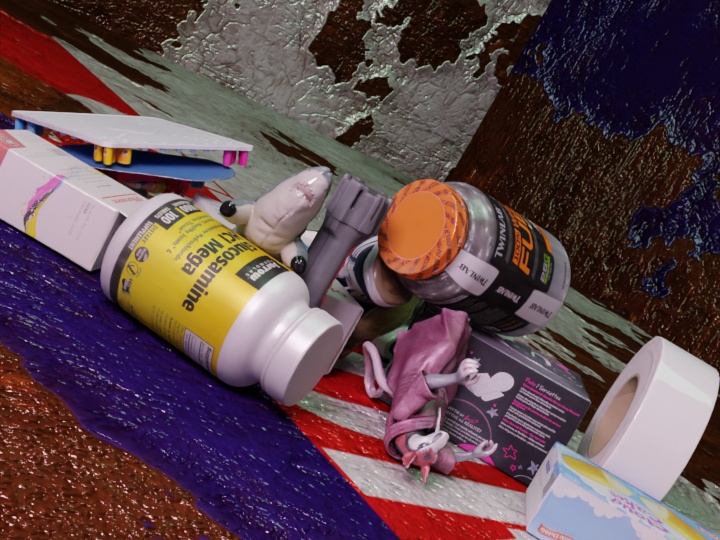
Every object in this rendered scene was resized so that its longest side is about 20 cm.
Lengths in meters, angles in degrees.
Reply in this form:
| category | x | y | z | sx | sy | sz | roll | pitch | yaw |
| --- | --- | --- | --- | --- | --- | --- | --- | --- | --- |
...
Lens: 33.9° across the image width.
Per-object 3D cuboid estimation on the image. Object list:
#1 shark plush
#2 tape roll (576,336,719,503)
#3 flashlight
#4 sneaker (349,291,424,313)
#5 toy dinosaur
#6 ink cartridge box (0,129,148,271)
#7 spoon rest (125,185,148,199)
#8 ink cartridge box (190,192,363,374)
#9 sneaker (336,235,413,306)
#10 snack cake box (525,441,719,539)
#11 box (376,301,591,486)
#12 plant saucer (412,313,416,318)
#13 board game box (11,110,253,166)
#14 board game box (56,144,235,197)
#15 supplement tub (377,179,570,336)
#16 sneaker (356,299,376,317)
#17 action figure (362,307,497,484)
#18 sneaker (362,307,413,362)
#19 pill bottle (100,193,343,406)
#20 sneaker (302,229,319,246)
| category | x | y | z | sx | sy | sz | roll | pitch | yaw |
| --- | --- | --- | --- | --- | --- | --- | --- | --- | --- |
| shark plush | -0.067 | -0.044 | 1.087 | 0.091 | 0.083 | 0.200 | 36 | -11 | 4 |
| tape roll | 0.299 | 0.174 | 1.266 | 0.071 | 0.203 | 0.202 | 30 | 10 | 2 |
| flashlight | -0.037 | 0.009 | 1.100 | 0.068 | 0.201 | 0.068 | 27 | 9 | -24 |
| sneaker | 0.084 | -0.008 | 1.397 | 0.199 | 0.116 | 0.074 | 3 | -9 | 30 |
| toy dinosaur | 0.031 | 0.048 | 1.302 | 0.058 | 0.200 | 0.101 | 60 | -18 | -15 |
| ink cartridge box | -0.276 | -0.060 | 1.142 | 0.199 | 0.068 | 0.116 | 29 | 10 | 5 |
| spoon rest | -0.281 | -0.103 | 1.367 | 0.099 | 0.061 | 0.200 | 30 | 9 | -2 |
| ink cartridge box | -0.105 | 0.011 | 1.235 | 0.145 | 0.084 | 0.200 | 25 | 11 | -31 |
| sneaker | 0.000 | 0.000 | 1.253 | 0.200 | 0.108 | 0.070 | -54 | 129 | -69 |
| snack cake box | 0.258 | 0.254 | 1.128 | 0.199 | 0.067 | 0.115 | 30 | 9 | 3 |
| box | 0.133 | 0.123 | 1.279 | 0.199 | 0.115 | 0.132 | 31 | 10 | 1 |
| plant saucer | 0.090 | 0.032 | 1.473 | 0.200 | 0.201 | 0.050 | 32 | 38 | 14 |
| board game box | -0.257 | -0.148 | 1.331 | 0.199 | 0.026 | 0.200 | -4 | 17 | -45 |
| board game box | -0.238 | -0.101 | 1.293 | 0.199 | 0.039 | 0.158 | 7 | 13 | -6 |
| supplement tub | 0.114 | -0.013 | 1.191 | 0.200 | 0.123 | 0.122 | 24 | 11 | -47 |
| sneaker | -0.055 | 0.006 | 1.454 | 0.199 | 0.070 | 0.078 | 23 | 7 | -34 |
| action figure | 0.051 | 0.117 | 1.104 | 0.148 | 0.134 | 0.200 | 0 | 31 | 14 |
| sneaker | 0.098 | 0.106 | 1.405 | 0.199 | 0.074 | 0.089 | 14 | 17 | -20 |
| pill bottle | -0.118 | 0.028 | 1.026 | 0.200 | 0.113 | 0.112 | 33 | 10 | 17 |
| sneaker | -0.097 | -0.012 | 1.379 | 0.199 | 0.089 | 0.077 | 13 | -1 | -10 |
